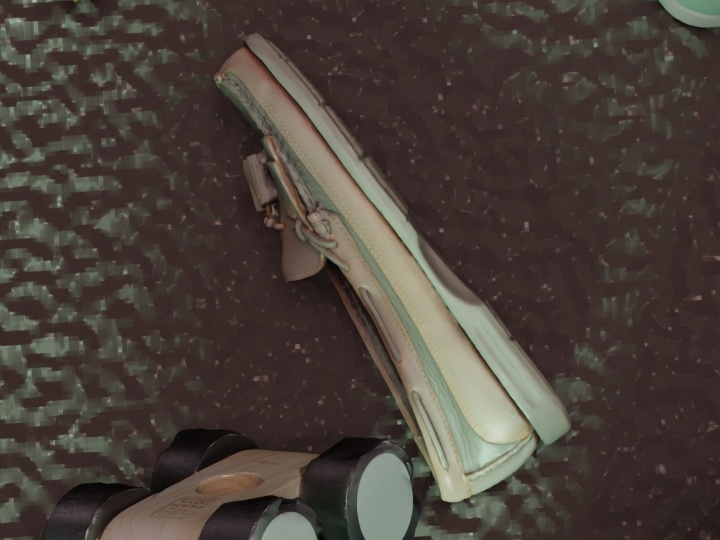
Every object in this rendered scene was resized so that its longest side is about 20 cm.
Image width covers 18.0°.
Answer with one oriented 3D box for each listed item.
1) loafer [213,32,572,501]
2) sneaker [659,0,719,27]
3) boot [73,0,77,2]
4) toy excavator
[{"bbox_3d":[0.000,0.000,0.891,0.063,0.072,0.200,-39,86,1],"label":"loafer"},{"bbox_3d":[0.217,-0.154,0.892,0.199,0.118,0.074,-19,80,-5],"label":"sneaker"},{"bbox_3d":[-0.132,-0.222,0.922,0.200,0.074,0.155,42,87,8],"label":"boot"},{"bbox_3d":[-0.053,0.176,0.823,0.099,0.194,0.202,-1,104,35],"label":"toy excavator"}]
